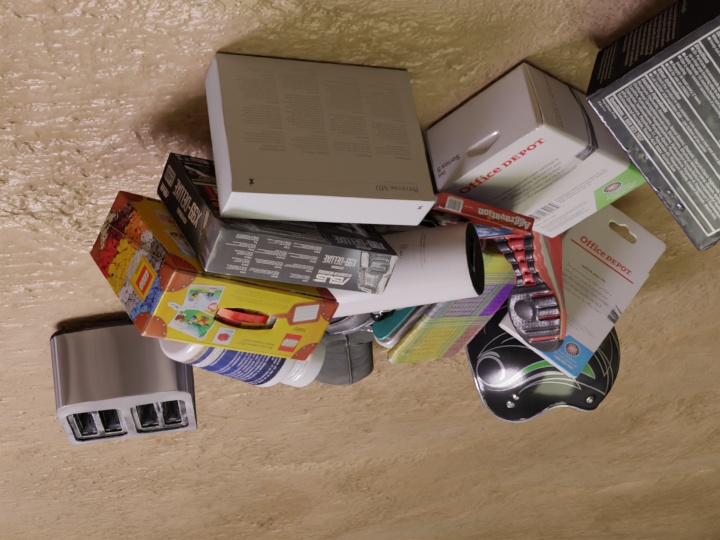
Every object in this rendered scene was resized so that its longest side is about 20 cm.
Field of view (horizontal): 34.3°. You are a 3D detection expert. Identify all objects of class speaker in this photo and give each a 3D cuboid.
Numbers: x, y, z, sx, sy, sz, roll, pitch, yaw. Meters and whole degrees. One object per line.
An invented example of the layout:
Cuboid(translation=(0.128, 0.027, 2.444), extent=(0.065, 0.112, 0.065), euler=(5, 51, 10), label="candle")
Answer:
Cuboid(translation=(0.030, 0.001, 1.240), extent=(0.199, 0.082, 0.081), euler=(-9, 154, 18), label="speaker")

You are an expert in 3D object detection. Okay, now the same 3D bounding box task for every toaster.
Cuboid(translation=(-0.307, 0.143, 1.541), extent=(0.180, 0.119, 0.200), euler=(-7, 152, -9), label="toaster")

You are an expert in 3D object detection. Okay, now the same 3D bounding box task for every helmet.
Cuboid(translation=(0.251, 0.102, 1.582), extent=(0.190, 0.201, 0.200), euler=(-17, 152, 18), label="helmet")

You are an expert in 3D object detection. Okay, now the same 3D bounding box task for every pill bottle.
Cuboid(translation=(-0.144, 0.084, 1.473), extent=(0.199, 0.112, 0.111), euler=(23, 138, -37), label="pill bottle")

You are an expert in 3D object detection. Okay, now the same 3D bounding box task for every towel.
Cuboid(translation=(0.126, 0.047, 1.465), extent=(0.143, 0.023, 0.200), euler=(1, 135, -49), label="towel")

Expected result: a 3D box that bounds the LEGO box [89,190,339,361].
Cuboid(translation=(-0.144, 0.007, 1.161), extent=(0.199, 0.149, 0.077), euler=(13, 114, -41), label="LEGO box")

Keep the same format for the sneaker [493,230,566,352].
Cuboid(translation=(0.220, -0.003, 1.397), extent=(0.074, 0.201, 0.087), euler=(-2, -163, 43), label="sneaker")

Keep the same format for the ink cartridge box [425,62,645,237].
Cuboid(translation=(0.191, -0.123, 1.253), extent=(0.199, 0.084, 0.145), euler=(17, 141, -43), label="ink cartridge box")

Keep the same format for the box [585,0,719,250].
Cuboid(translation=(0.356, -0.161, 1.105), extent=(0.198, 0.123, 0.200), euler=(-30, 109, 32), label="box")

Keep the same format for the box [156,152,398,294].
Cuboid(translation=(-0.082, -0.046, 1.154), extent=(0.199, 0.158, 0.050), euler=(8, 117, -34), label="box")

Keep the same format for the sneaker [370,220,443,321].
Cuboid(translation=(-0.003, -0.001, 1.323), extent=(0.199, 0.116, 0.075), euler=(2, -178, 24), label="sneaker")

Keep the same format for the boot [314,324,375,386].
Cuboid(translation=(0.009, 0.102, 1.629), extent=(0.181, 0.073, 0.200), euler=(2, 146, 5), label="boot")

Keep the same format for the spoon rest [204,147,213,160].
Cuboid(translation=(-0.170, -0.054, 1.280), extent=(0.099, 0.061, 0.200), euler=(0, 150, -20), label="spoon rest")

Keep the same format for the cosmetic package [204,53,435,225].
Cuboid(translation=(-0.039, -0.122, 1.101), extent=(0.199, 0.151, 0.052), euler=(2, 150, -22), label="cosmetic package")

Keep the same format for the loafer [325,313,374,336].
Cuboid(translation=(0.011, 0.013, 1.472), extent=(0.200, 0.073, 0.072), euler=(-38, 135, 25), label="loafer")

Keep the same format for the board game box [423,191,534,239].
Cuboid(translation=(0.113, -0.058, 1.287), extent=(0.102, 0.020, 0.200), euler=(16, 177, -8), label="board game box")

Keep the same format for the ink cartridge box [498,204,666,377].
Cuboid(translation=(0.277, 0.021, 1.460), extent=(0.200, 0.116, 0.067), euler=(-54, 173, -1), label="ink cartridge box")

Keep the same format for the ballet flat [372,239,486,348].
Cuboid(translation=(0.097, 0.026, 1.482), extent=(0.200, 0.070, 0.069), euler=(-47, 140, 18), label="ballet flat")
